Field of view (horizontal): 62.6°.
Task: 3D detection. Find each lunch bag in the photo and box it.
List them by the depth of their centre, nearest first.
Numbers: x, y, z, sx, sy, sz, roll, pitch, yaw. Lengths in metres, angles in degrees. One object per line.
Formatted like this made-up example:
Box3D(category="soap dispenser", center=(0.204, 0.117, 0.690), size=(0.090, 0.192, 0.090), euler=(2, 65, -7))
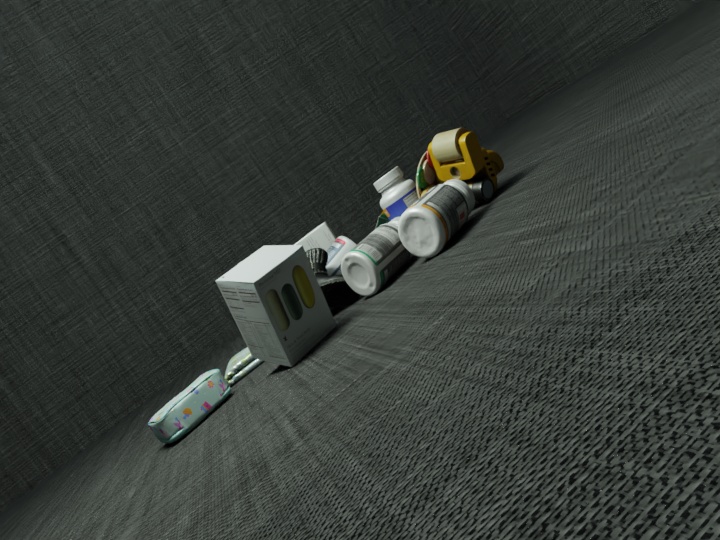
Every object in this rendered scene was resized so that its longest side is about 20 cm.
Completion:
Box3D(category="lunch bag", center=(-0.408, 0.326, 1.427), size=(0.199, 0.078, 0.160), euler=(-40, 6, -35))

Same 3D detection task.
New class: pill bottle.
Box3D(category="pill bottle", center=(0.174, -0.122, 1.316), size=(0.115, 0.118, 0.199), euler=(-29, 8, 45))
Box3D(category="pill bottle", center=(0.052, -0.038, 1.393), size=(0.199, 0.114, 0.112), euler=(-40, 8, -40))
Box3D(category="pill bottle", center=(0.119, -0.167, 1.565), size=(0.111, 0.202, 0.112), euler=(-34, 5, 4))
Box3D(category="pill bottle", center=(-0.078, 0.017, 1.632), size=(0.201, 0.119, 0.119), euler=(-49, 9, -15))

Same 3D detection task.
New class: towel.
Box3D(category="towel", center=(-0.291, 0.229, 1.644), size=(0.198, 0.049, 0.171), euler=(-37, 5, -6))

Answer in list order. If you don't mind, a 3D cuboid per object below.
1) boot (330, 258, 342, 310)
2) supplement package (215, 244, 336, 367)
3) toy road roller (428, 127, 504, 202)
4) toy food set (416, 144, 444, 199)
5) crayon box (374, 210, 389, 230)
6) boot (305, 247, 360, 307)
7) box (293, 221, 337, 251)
Box3D(category="boot", center=(-0.031, 0.013, 1.557), size=(0.198, 0.097, 0.073), euler=(-37, 6, -12))
Box3D(category="supplement package", center=(-0.179, 0.071, 1.276), size=(0.148, 0.204, 0.151), euler=(2, 32, 46))
Box3D(category="toy road roller", center=(0.272, -0.268, 1.466), size=(0.121, 0.203, 0.146), euler=(0, 34, 50))
Box3D(category="toy food set", center=(0.214, -0.226, 1.527), size=(0.196, 0.204, 0.048), euler=(-15, 10, -38))
Box3D(category="crayon box", center=(0.071, -0.115, 1.879), size=(0.200, 0.050, 0.129), euler=(-65, -9, -77))
Box3D(category="boot", center=(-0.087, 0.012, 1.495), size=(0.205, 0.081, 0.160), euler=(-9, 41, 18))
Box3D(category="box", center=(-0.112, -0.040, 1.944), size=(0.129, 0.202, 0.200), euler=(-34, 6, 1))
